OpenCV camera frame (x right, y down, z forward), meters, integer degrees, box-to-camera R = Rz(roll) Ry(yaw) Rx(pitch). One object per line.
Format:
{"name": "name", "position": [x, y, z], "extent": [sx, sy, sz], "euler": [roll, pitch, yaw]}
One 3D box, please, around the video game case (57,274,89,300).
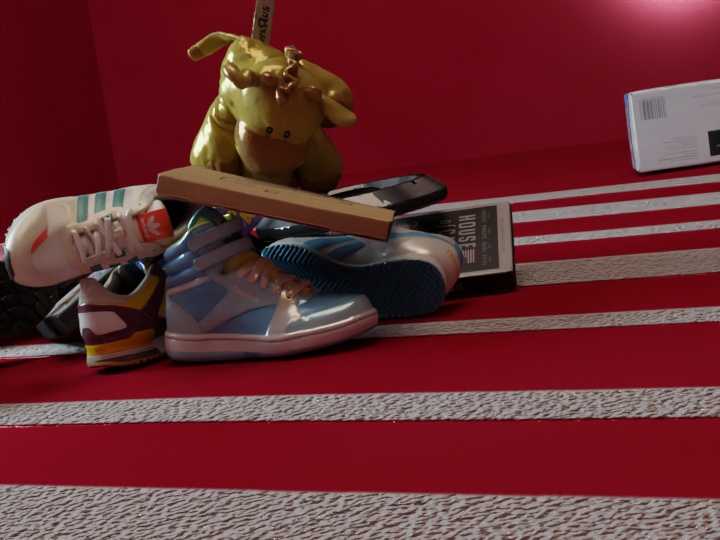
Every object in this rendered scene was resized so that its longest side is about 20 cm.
{"name": "video game case", "position": [-0.325, 0.009, 1.578], "extent": [0.199, 0.022, 0.182], "euler": [-33, -6, 31]}

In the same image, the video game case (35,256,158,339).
{"name": "video game case", "position": [-0.247, 0.000, 1.405], "extent": [0.181, 0.026, 0.200], "euler": [-43, 9, -17]}

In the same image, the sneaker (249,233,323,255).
{"name": "sneaker", "position": [-0.049, -0.021, 1.487], "extent": [0.197, 0.091, 0.078], "euler": [-8, 5, 9]}

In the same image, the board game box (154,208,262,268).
{"name": "board game box", "position": [-0.160, -0.036, 1.450], "extent": [0.134, 0.045, 0.200], "euler": [-34, 13, 41]}

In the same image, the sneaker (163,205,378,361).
{"name": "sneaker", "position": [-0.086, 0.005, 1.175], "extent": [0.198, 0.132, 0.079], "euler": [-6, 6, 19]}

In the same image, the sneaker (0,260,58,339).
{"name": "sneaker", "position": [-0.396, 0.049, 1.356], "extent": [0.199, 0.076, 0.087], "euler": [-28, 7, -30]}

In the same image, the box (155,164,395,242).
{"name": "box", "position": [-0.068, -0.060, 1.213], "extent": [0.197, 0.022, 0.164], "euler": [11, 7, 1]}

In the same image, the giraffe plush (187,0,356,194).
{"name": "giraffe plush", "position": [-0.077, -0.150, 1.310], "extent": [0.170, 0.202, 0.162], "euler": [-11, 17, -10]}

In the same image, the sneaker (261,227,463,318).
{"name": "sneaker", "position": [0.000, 0.000, 1.292], "extent": [0.198, 0.077, 0.081], "euler": [5, 26, 25]}

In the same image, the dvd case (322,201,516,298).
{"name": "dvd case", "position": [0.055, -0.014, 1.378], "extent": [0.197, 0.025, 0.151], "euler": [-9, 28, 9]}

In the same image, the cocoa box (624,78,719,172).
{"name": "cocoa box", "position": [0.545, -0.242, 2.287], "extent": [0.197, 0.135, 0.131], "euler": [-8, 6, 7]}

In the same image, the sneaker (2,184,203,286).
{"name": "sneaker", "position": [-0.218, -0.038, 1.214], "extent": [0.093, 0.071, 0.199], "euler": [-6, 10, 42]}

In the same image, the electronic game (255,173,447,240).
{"name": "electronic game", "position": [-0.009, -0.061, 1.393], "extent": [0.197, 0.042, 0.200], "euler": [-13, 8, 2]}

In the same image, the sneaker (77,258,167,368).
{"name": "sneaker", "position": [-0.182, 0.027, 1.282], "extent": [0.074, 0.091, 0.199], "euler": [-5, 9, 30]}

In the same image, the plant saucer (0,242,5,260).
{"name": "plant saucer", "position": [-0.433, 0.021, 1.554], "extent": [0.199, 0.051, 0.201], "euler": [-26, -3, -2]}
